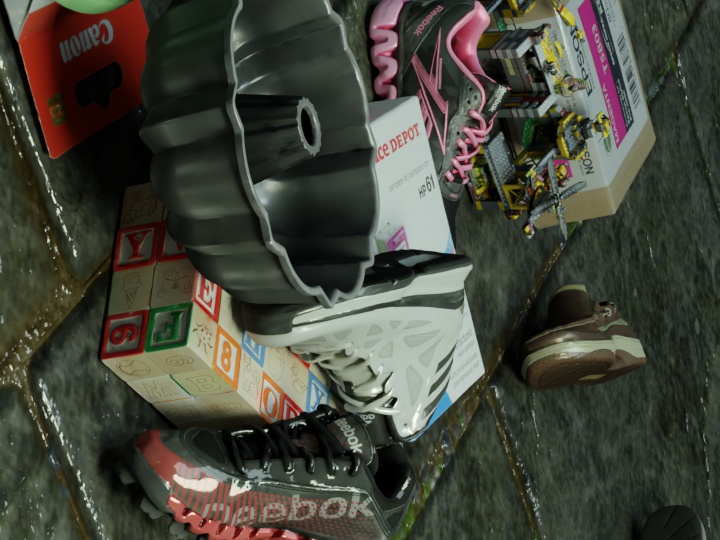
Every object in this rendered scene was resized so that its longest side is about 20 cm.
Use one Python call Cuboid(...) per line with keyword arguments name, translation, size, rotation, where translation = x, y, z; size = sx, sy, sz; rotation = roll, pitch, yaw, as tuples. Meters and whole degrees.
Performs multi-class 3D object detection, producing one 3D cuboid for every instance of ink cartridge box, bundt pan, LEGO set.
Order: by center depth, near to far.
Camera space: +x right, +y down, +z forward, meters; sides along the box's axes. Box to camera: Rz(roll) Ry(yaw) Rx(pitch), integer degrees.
Cuboid(name="bundt pan", translation=(-0.061, -0.073, 1.477), size=(0.202, 0.075, 0.203), rotation=(-11, 90, -69))
Cuboid(name="ink cartridge box", translation=(-0.152, -0.184, 1.501), size=(0.163, 0.057, 0.201), rotation=(-42, 115, -62))
Cuboid(name="ink cartridge box", translation=(0.000, 0.000, 1.726), size=(0.144, 0.084, 0.201), rotation=(-38, 115, -63))
Cuboid(name="LEGO set", translation=(0.137, -0.134, 1.999), size=(0.154, 0.115, 0.201), rotation=(-37, 119, -44))
Cuboid(name="ink cartridge box", translation=(0.169, -0.159, 2.171), size=(0.165, 0.075, 0.201), rotation=(-55, 132, -59))

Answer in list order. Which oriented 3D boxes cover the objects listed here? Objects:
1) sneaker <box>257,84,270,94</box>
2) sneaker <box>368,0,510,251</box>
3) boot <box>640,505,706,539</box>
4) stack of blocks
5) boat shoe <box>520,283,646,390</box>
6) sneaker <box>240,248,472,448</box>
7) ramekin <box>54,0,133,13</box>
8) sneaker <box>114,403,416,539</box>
Cuboid(name="sneaker", translation=(-0.058, -0.115, 1.650), size=(0.116, 0.078, 0.201), rotation=(50, 39, -47))
Cuboid(name="sneaker", translation=(0.061, -0.104, 1.887), size=(0.079, 0.095, 0.201), rotation=(17, 68, -65))
Cuboid(name="boot", translation=(0.284, 0.321, 2.260), size=(0.154, 0.073, 0.205), rotation=(51, 39, -53))
Cuboid(name="stack of blocks", translation=(-0.074, 0.044, 1.578), size=(0.200, 0.058, 0.116), rotation=(49, 39, -50))
Cuboid(name="boat shoe", translation=(0.166, 0.050, 2.109), size=(0.075, 0.074, 0.202), rotation=(70, 16, 10))
Cuboid(name="sneaker", translation=(0.002, 0.055, 1.579), size=(0.200, 0.075, 0.116), rotation=(-10, 105, -54))
Cuboid(name="ramekin", translation=(-0.121, -0.244, 1.418), size=(0.200, 0.097, 0.201), rotation=(31, 55, -59))
Cuboid(name="sneaker", translation=(-0.047, 0.115, 1.516), size=(0.200, 0.098, 0.071), rotation=(21, 27, -38))
